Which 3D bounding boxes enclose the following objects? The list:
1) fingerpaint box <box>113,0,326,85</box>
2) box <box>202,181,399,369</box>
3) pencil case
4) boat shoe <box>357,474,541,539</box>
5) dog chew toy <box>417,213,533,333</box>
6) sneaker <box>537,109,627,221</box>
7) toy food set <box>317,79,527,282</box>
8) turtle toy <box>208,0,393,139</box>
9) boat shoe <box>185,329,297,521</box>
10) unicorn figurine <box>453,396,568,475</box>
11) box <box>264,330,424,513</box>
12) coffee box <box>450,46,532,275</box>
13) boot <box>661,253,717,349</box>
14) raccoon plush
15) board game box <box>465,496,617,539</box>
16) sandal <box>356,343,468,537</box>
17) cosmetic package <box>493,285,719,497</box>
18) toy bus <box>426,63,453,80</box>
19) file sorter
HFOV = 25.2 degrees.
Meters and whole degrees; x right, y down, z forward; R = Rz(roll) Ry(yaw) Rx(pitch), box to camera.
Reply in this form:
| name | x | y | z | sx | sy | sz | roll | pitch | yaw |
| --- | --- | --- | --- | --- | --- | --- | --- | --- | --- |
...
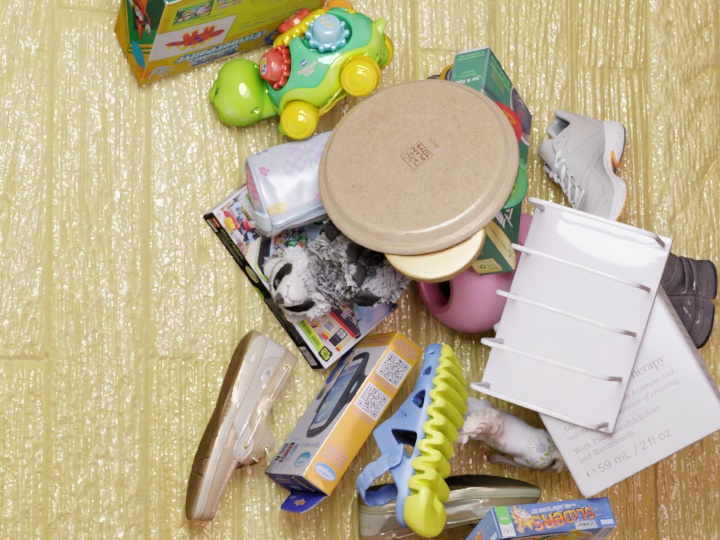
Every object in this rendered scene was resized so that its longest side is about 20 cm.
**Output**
| name | x | y | z | sx | sy | sz | roll | pitch | yaw |
| --- | --- | --- | --- | --- | --- | --- | --- | --- | --- |
| fingerpaint box | -0.129 | -0.276 | 1.578 | 0.200 | 0.167 | 0.073 | -22 | 76 | -22 |
| box | -0.060 | -0.009 | 1.665 | 0.110 | 0.035 | 0.200 | -40 | 102 | -21 |
| pencil case | -0.016 | -0.096 | 1.604 | 0.200 | 0.083 | 0.091 | -15 | 63 | -9 |
| boat shoe | 0.095 | 0.255 | 1.695 | 0.200 | 0.073 | 0.063 | -3 | 94 | -21 |
| dog chew toy | 0.159 | -0.006 | 1.719 | 0.200 | 0.124 | 0.125 | -13 | 91 | -32 |
| sneaker | 0.235 | -0.100 | 1.751 | 0.092 | 0.076 | 0.200 | 19 | 39 | -9 |
| toy food set | 0.059 | -0.096 | 1.519 | 0.200 | 0.049 | 0.198 | 30 | 73 | 27 |
| turtle toy | -0.059 | -0.200 | 1.614 | 0.200 | 0.146 | 0.101 | -32 | 103 | 18 |
| boat shoe | -0.115 | 0.161 | 1.607 | 0.069 | 0.074 | 0.200 | 23 | 77 | -14 |
| unicorn figurine | 0.137 | 0.170 | 1.680 | 0.200 | 0.137 | 0.074 | 11 | 87 | -20 |
| box | -0.024 | 0.152 | 1.623 | 0.041 | 0.119 | 0.200 | 41 | 72 | -13 |
| coffee box | 0.125 | -0.109 | 1.617 | 0.123 | 0.044 | 0.200 | 50 | 41 | -45 |
| boot | 0.338 | 0.068 | 1.817 | 0.131 | 0.070 | 0.200 | 21 | 83 | -26 |
| raccoon plush | 0.000 | 0.000 | 1.621 | 0.200 | 0.134 | 0.097 | -5 | 79 | -40 |
| board game box | 0.159 | 0.298 | 1.655 | 0.135 | 0.200 | 0.035 | -2 | 56 | -23 |
| sandal | 0.049 | 0.158 | 1.560 | 0.080 | 0.087 | 0.200 | 59 | 40 | -48 |
| cosmetic package | 0.265 | 0.107 | 1.672 | 0.167 | 0.166 | 0.200 | -30 | 79 | 11 |
| toy bus | 0.066 | -0.135 | 1.712 | 0.078 | 0.065 | 0.200 | 46 | 71 | -14 |
| file sorter | 0.198 | 0.042 | 1.543 | 0.138 | 0.125 | 0.200 | 18 | 92 | 16 |
